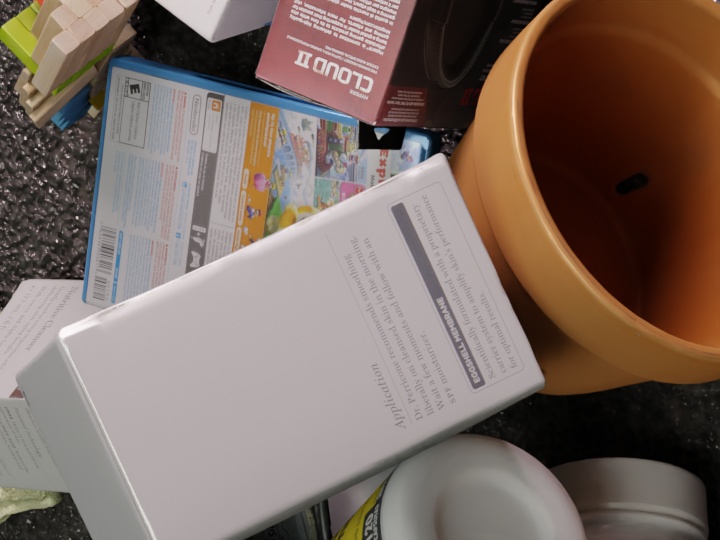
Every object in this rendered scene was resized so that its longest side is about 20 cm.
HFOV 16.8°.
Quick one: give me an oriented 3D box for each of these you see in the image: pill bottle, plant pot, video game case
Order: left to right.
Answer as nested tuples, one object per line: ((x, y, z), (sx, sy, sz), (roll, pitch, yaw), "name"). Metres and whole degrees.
((-0.057, -0.027, 1.328), (0.199, 0.018, 0.144), (15, 106, 24), "video game case")
((0.026, 0.174, 1.241), (0.112, 0.112, 0.200), (50, 141, 10), "pill bottle")
((0.122, -0.024, 1.208), (0.201, 0.200, 0.140), (57, 142, 4), "plant pot")
((0.134, 0.207, 1.260), (0.114, 0.114, 0.201), (-17, 59, 35), "pill bottle")

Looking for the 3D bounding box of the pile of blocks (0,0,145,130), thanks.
((-0.171, -0.127, 1.361), (0.082, 0.200, 0.062), (-44, 86, -8), "pile of blocks")

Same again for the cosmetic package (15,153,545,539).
((-0.046, 0.053, 1.171), (0.124, 0.199, 0.199), (66, 165, 1), "cosmetic package")

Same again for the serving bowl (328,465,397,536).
((-0.031, 0.180, 1.436), (0.199, 0.066, 0.202), (10, 110, 29), "serving bowl")

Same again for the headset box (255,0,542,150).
((0.035, -0.156, 1.208), (0.077, 0.149, 0.201), (23, 101, 25), "headset box")

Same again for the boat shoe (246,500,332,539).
((-0.050, 0.117, 1.319), (0.066, 0.074, 0.201), (26, 132, 47), "boat shoe")

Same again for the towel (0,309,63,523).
((-0.274, 0.073, 1.576), (0.148, 0.036, 0.201), (-21, 93, 35), "towel")

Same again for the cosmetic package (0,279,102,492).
((-0.133, 0.069, 1.427), (0.199, 0.113, 0.081), (-2, 129, 32), "cosmetic package")

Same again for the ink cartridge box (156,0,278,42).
((-0.111, -0.215, 1.329), (0.200, 0.116, 0.068), (38, 121, 18), "ink cartridge box")
